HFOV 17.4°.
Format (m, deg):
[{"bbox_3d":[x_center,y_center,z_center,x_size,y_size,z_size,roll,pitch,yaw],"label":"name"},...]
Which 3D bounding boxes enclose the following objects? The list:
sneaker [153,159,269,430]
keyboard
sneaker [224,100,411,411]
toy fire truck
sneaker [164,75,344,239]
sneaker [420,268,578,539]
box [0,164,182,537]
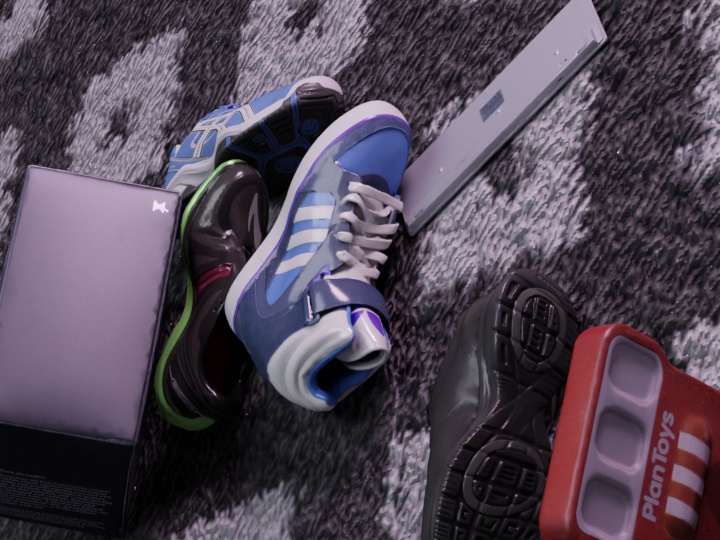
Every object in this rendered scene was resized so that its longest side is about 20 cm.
[{"bbox_3d":[-0.091,0.019,1.717,0.083,0.076,0.202,-3,75,46],"label":"sneaker"},{"bbox_3d":[0.092,-0.106,1.598,0.200,0.011,0.057,-45,32,26],"label":"keyboard"},{"bbox_3d":[0.000,0.000,1.595,0.201,0.080,0.146,-55,44,9],"label":"sneaker"},{"bbox_3d":[0.150,0.146,1.193,0.112,0.167,0.202,-8,61,52],"label":"toy fire truck"},{"bbox_3d":[-0.089,-0.099,1.781,0.199,0.075,0.078,-32,48,37],"label":"sneaker"},{"bbox_3d":[0.074,0.101,1.434,0.091,0.076,0.201,-25,41,57],"label":"sneaker"},{"bbox_3d":[-0.208,0.061,1.719,0.199,0.122,0.202,110,169,-63],"label":"box"}]
